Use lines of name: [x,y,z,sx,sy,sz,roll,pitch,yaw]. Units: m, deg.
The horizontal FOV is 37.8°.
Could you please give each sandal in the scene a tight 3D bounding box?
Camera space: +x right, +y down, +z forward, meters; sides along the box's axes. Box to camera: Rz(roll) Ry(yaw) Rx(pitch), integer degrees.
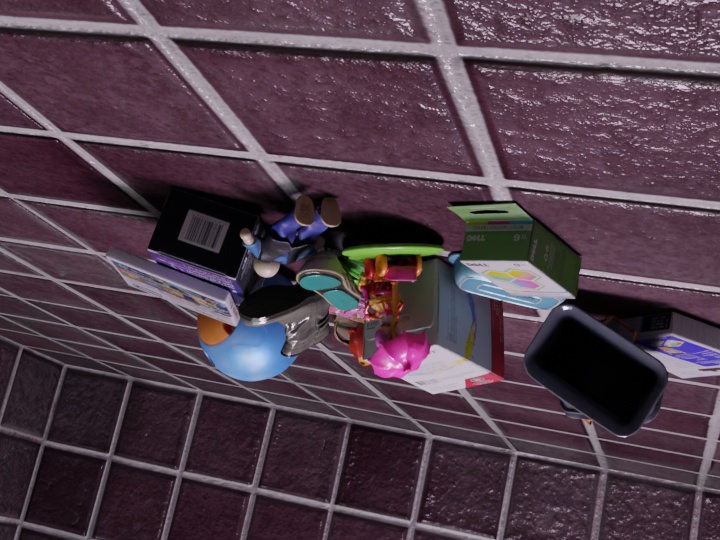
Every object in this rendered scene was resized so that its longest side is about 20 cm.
sandal: [-0.020,0.120,2.114,0.079,0.055,0.200,11,165,4]

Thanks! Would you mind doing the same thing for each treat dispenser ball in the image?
treat dispenser ball: [-0.192,0.094,1.874,0.197,0.204,0.201,12,166,3]

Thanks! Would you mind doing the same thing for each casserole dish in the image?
casserole dish: [0.223,0.018,1.556,0.197,0.039,0.121,13,166,-3]

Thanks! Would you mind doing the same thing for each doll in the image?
doll: [-0.105,-0.045,1.485,0.134,0.049,0.200,2,157,-27]

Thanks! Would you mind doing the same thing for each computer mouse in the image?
computer mouse: [-0.076,-0.048,1.579,0.198,0.035,0.058,-1,161,45]

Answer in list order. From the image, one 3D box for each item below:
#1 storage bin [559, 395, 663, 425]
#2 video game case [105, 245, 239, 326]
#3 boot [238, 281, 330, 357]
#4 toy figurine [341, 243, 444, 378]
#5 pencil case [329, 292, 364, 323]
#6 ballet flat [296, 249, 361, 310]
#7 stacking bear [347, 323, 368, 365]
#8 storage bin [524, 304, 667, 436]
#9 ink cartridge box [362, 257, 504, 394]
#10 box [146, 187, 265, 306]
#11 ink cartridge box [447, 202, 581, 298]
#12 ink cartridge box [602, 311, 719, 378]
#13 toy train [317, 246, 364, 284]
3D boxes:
storage bin: [0.413,0.188,1.850,0.198,0.147,0.134,-2,149,45]
video game case: [-0.289,0.027,1.652,0.197,0.023,0.182,21,166,4]
boot: [-0.110,0.086,1.659,0.067,0.132,0.198,31,-143,34]
toy figurine: [0.040,0.062,1.526,0.148,0.188,0.200,0,176,-19]
pencil case: [0.007,0.056,1.803,0.198,0.088,0.083,21,134,-28]
ballet flat: [-0.050,0.005,1.564,0.068,0.071,0.200,8,166,17]
stacking bear: [0.073,0.148,2.009,0.197,0.115,0.122,7,155,16]
storage bin: [0.368,0.144,1.614,0.199,0.147,0.134,34,-176,17]
ink cartridge box: [0.117,0.091,1.662,0.144,0.147,0.199,-14,152,34]
box: [-0.225,-0.029,1.615,0.146,0.106,0.200,18,165,8]
ink cartridge box: [0.200,-0.023,1.378,0.103,0.060,0.199,2,161,38]
ink cartridge box: [0.506,0.121,1.676,0.197,0.044,0.198,21,164,-21]
toy train: [0.000,0.000,1.684,0.056,0.042,0.199,-8,157,30]
